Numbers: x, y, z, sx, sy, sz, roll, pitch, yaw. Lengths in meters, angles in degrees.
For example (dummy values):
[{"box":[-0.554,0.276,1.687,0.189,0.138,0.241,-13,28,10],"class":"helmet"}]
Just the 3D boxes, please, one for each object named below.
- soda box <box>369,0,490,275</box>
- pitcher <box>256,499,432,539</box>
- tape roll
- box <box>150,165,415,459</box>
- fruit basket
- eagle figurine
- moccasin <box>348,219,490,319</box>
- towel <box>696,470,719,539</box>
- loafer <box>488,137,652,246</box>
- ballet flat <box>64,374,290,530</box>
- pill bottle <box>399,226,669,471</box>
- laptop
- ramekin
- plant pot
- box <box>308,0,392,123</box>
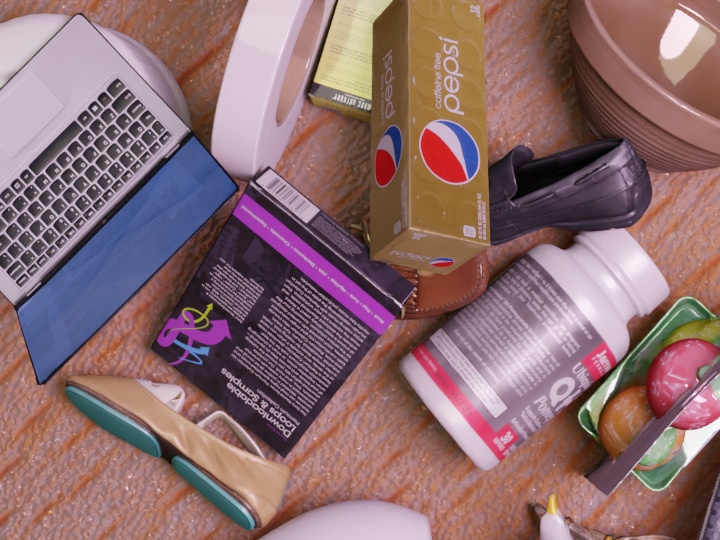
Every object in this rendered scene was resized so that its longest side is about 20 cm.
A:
[{"box":[0.049,-0.105,0.909,0.067,0.064,0.202,11,66,-23],"class":"soda box"},{"box":[-0.041,0.241,0.927,0.197,0.172,0.123,-10,79,2],"class":"pitcher"},{"box":[-0.060,-0.163,0.926,0.037,0.203,0.205,20,89,2],"class":"tape roll"},{"box":[-0.065,0.038,0.947,0.143,0.036,0.200,39,127,3],"class":"box"},{"box":[0.238,0.095,0.909,0.094,0.200,0.185,42,89,3],"class":"fruit basket"},{"box":[0.138,0.239,0.903,0.151,0.200,0.152,-33,94,30],"class":"eagle figurine"},{"box":[0.000,-0.002,0.956,0.199,0.078,0.075,7,92,18],"class":"moccasin"},{"box":[0.324,0.234,0.935,0.199,0.034,0.194,34,67,-21],"class":"towel"},{"box":[0.123,-0.064,0.952,0.199,0.068,0.071,-7,125,30],"class":"loafer"},{"box":[-0.143,0.130,0.993,0.199,0.069,0.063,35,63,6],"class":"ballet flat"},{"box":[0.136,0.051,0.958,0.200,0.111,0.111,-40,88,1],"class":"pill bottle"},{"box":[-0.210,-0.058,0.871,0.187,0.116,0.200,-44,87,0],"class":"laptop"},{"box":[-0.237,-0.105,0.980,0.198,0.098,0.203,0,88,1],"class":"ramekin"},{"box":[0.231,-0.142,0.948,0.200,0.201,0.093,35,130,2],"class":"plant pot"},{"box":[0.022,-0.222,1.000,0.074,0.050,0.202,16,89,2],"class":"box"}]
